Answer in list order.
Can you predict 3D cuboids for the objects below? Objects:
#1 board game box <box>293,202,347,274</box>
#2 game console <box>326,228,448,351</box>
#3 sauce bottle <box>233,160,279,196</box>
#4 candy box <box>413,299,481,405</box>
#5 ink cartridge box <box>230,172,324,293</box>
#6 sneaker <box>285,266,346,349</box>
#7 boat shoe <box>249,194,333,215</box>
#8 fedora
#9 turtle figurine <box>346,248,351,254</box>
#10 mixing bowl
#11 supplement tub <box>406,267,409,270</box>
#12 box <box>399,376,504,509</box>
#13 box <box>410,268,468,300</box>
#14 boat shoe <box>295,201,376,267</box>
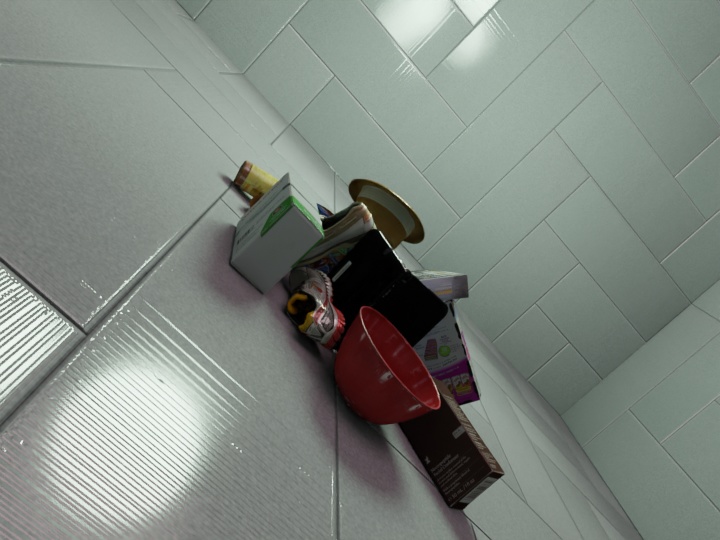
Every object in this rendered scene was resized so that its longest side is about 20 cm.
[{"bbox_3d":[-0.077,-0.039,1.253,0.199,0.135,0.035,37,10,-50],"label":"board game box"},{"bbox_3d":[0.026,0.062,1.096,0.116,0.200,0.177,25,25,-53],"label":"game console"},{"bbox_3d":[-0.190,-0.171,1.368,0.198,0.067,0.066,31,15,-18],"label":"sauce bottle"},{"bbox_3d":[0.153,0.176,1.227,0.061,0.133,0.205,-4,78,-77],"label":"candy box"},{"bbox_3d":[-0.145,-0.072,1.055,0.083,0.146,0.201,44,12,-23],"label":"ink cartridge box"},{"bbox_3d":[-0.090,0.048,1.042,0.081,0.079,0.201,28,15,-33],"label":"sneaker"},{"bbox_3d":[-0.138,-0.118,1.294,0.196,0.072,0.070,19,-5,0],"label":"boat shoe"},{"bbox_3d":[0.040,-0.104,1.281,0.198,0.082,0.201,33,-19,13],"label":"fedora"},{"bbox_3d":[0.000,0.000,1.170,0.151,0.098,0.204,77,9,-52],"label":"turtle figurine"},{"bbox_3d":[0.028,0.171,0.975,0.200,0.108,0.201,47,12,-13],"label":"mixing bowl"},{"bbox_3d":[0.046,0.034,1.438,0.199,0.146,0.145,39,11,-4],"label":"supplement tub"},{"bbox_3d":[0.151,0.298,1.058,0.075,0.100,0.201,34,17,-52],"label":"box"},{"bbox_3d":[0.114,0.034,1.272,0.199,0.154,0.050,-169,-106,-72],"label":"box"},{"bbox_3d":[-0.071,-0.068,1.116,0.075,0.196,0.069,-102,170,-60],"label":"boat shoe"}]
